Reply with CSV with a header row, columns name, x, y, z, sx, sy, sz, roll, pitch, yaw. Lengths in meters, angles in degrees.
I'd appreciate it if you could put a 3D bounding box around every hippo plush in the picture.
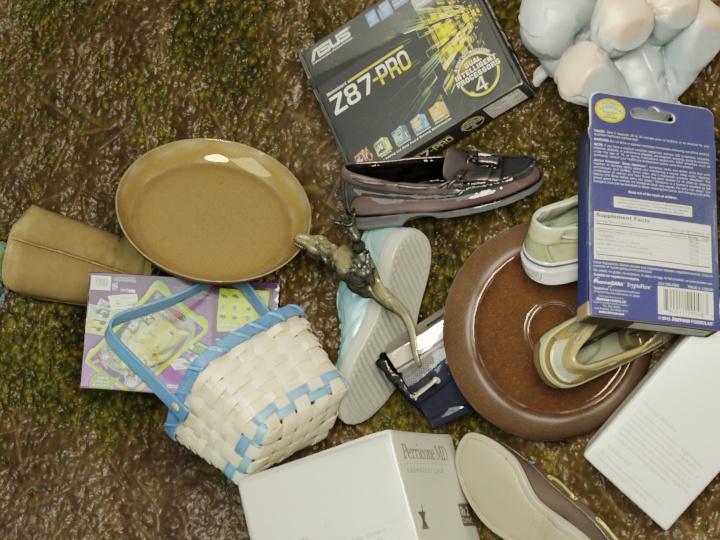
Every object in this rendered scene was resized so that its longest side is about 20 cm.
name,x,y,z,sx,sy,sz,roll,pitch,yaw
hippo plush,0.236,-0.212,1.363,0.159,0.200,0.161,-45,44,6

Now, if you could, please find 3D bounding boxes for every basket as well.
name,x,y,z,sx,sy,sz,roll,pitch,yaw
basket,-0.126,0.094,1.416,0.200,0.176,0.140,50,135,18

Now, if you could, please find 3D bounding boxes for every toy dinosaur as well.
name,x,y,z,sx,sy,sz,roll,pitch,yaw
toy dinosaur,0.000,0.000,1.388,0.047,0.089,0.200,-31,49,-15

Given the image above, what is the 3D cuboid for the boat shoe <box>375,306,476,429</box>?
name,x,y,z,sx,sy,sz,roll,pitch,yaw
boat shoe,0.120,0.068,1.412,0.199,0.075,0.093,-32,97,7

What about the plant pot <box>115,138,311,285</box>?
name,x,y,z,sx,sy,sz,roll,pitch,yaw
plant pot,-0.149,-0.056,1.503,0.200,0.199,0.028,42,142,23

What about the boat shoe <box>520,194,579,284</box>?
name,x,y,z,sx,sy,sz,roll,pitch,yaw
boat shoe,0.233,-0.045,1.317,0.198,0.062,0.072,-22,50,-22

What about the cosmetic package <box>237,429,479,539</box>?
name,x,y,z,sx,sy,sz,roll,pitch,yaw
cosmetic package,0.011,0.266,1.368,0.164,0.165,0.202,-20,76,20

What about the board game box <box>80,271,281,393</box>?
name,x,y,z,sx,sy,sz,roll,pitch,yaw
board game box,-0.183,0.068,1.521,0.198,0.032,0.121,4,80,2

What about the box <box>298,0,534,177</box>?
name,x,y,z,sx,sy,sz,roll,pitch,yaw
box,0.054,-0.197,1.484,0.199,0.049,0.162,-30,69,18

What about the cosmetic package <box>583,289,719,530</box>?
name,x,y,z,sx,sy,sz,roll,pitch,yaw
cosmetic package,0.296,0.118,1.304,0.102,0.074,0.200,42,98,7

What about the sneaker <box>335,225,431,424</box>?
name,x,y,z,sx,sy,sz,roll,pitch,yaw
sneaker,0.008,0.049,1.465,0.082,0.074,0.202,23,93,50

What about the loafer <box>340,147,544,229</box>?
name,x,y,z,sx,sy,sz,roll,pitch,yaw
loafer,0.075,-0.088,1.427,0.198,0.072,0.064,-11,116,13

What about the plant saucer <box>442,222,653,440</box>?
name,x,y,z,sx,sy,sz,roll,pitch,yaw
plant saucer,0.175,0.054,1.351,0.198,0.034,0.203,0,87,-4

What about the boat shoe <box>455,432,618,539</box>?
name,x,y,z,sx,sy,sz,roll,pitch,yaw
boat shoe,0.164,0.219,1.361,0.200,0.059,0.072,42,120,40

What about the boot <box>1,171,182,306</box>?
name,x,y,z,sx,sy,sz,roll,pitch,yaw
boot,-0.287,-0.040,1.604,0.198,0.066,0.177,15,88,26

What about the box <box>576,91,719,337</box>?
name,x,y,z,sx,sy,sz,roll,pitch,yaw
box,0.245,-0.048,1.266,0.120,0.032,0.202,7,73,-11

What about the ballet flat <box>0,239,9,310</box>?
name,x,y,z,sx,sy,sz,roll,pitch,yaw
ballet flat,-0.453,0.055,1.661,0.074,0.074,0.202,25,92,25

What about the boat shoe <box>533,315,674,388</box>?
name,x,y,z,sx,sy,sz,roll,pitch,yaw
boat shoe,0.246,0.042,1.296,0.199,0.076,0.072,-34,94,-24
